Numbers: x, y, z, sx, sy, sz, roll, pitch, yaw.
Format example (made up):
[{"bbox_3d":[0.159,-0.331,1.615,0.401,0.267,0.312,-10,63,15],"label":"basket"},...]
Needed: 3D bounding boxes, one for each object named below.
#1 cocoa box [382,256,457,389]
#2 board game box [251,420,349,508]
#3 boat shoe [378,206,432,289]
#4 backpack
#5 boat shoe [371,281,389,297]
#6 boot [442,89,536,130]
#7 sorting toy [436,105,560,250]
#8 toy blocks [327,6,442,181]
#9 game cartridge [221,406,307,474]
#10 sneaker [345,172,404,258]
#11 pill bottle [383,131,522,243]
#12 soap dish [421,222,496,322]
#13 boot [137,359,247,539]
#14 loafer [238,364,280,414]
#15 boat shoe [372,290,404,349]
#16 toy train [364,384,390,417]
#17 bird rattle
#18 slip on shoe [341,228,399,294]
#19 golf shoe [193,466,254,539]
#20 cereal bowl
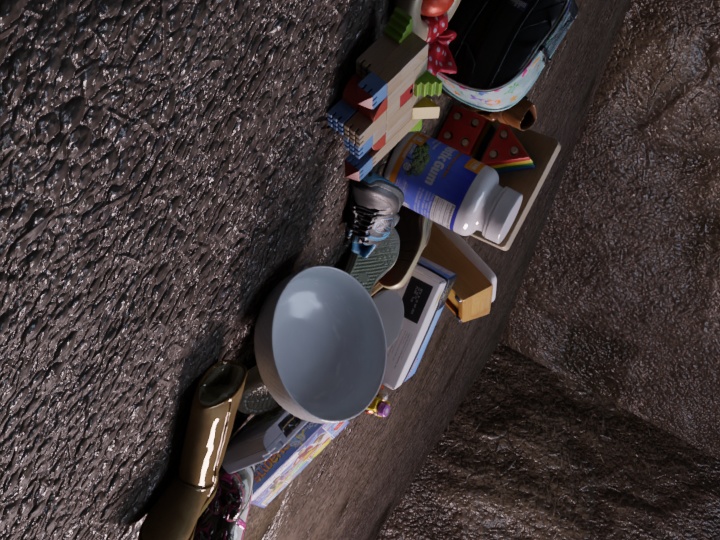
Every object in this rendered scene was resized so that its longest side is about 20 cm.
[{"bbox_3d":[0.059,0.074,1.853,0.202,0.132,0.131,-67,167,13],"label":"cocoa box"},{"bbox_3d":[-0.106,0.290,1.732,0.200,0.034,0.136,-44,163,-6],"label":"board game box"},{"bbox_3d":[0.080,-0.050,1.761,0.065,0.071,0.202,56,44,-51],"label":"boat shoe"},{"bbox_3d":[0.183,-0.323,1.498,0.201,0.176,0.151,-57,160,-8],"label":"backpack"},{"bbox_3d":[-0.014,0.070,1.721,0.201,0.066,0.074,-57,165,-23],"label":"boat shoe"},{"bbox_3d":[0.213,-0.279,1.724,0.078,0.154,0.200,-66,166,14],"label":"boot"},{"bbox_3d":[0.199,-0.167,1.823,0.202,0.197,0.070,-62,150,-4],"label":"sorting toy"},{"bbox_3d":[0.018,-0.199,1.322,0.137,0.100,0.201,-45,161,-20],"label":"toy blocks"},{"bbox_3d":[-0.111,0.206,1.542,0.133,0.041,0.200,-34,-174,46],"label":"game cartridge"},{"bbox_3d":[0.016,-0.077,1.545,0.083,0.073,0.200,-59,165,-14],"label":"sneaker"},{"bbox_3d":[0.141,-0.123,1.655,0.113,0.198,0.113,-56,165,-24],"label":"pill bottle"},{"bbox_3d":[0.156,-0.006,1.970,0.081,0.200,0.158,-40,162,-10],"label":"soap dish"},{"bbox_3d":[-0.206,0.231,1.329,0.176,0.065,0.202,-65,174,-56],"label":"boot"},{"bbox_3d":[-0.107,0.129,1.498,0.199,0.068,0.076,-28,146,-41],"label":"loafer"},{"bbox_3d":[-0.009,0.119,1.663,0.092,0.075,0.202,-11,-136,52],"label":"boat shoe"},{"bbox_3d":[-0.017,0.200,1.833,0.200,0.148,0.056,74,33,-81],"label":"toy train"},{"bbox_3d":[0.090,-0.342,1.363,0.201,0.113,0.163,-53,157,13],"label":"bird rattle"},{"bbox_3d":[0.000,0.000,1.673,0.061,0.074,0.201,-24,-150,50],"label":"slip on shoe"},{"bbox_3d":[-0.194,0.364,1.588,0.092,0.072,0.202,-37,150,-64],"label":"golf shoe"},{"bbox_3d":[-0.062,0.100,1.426,0.083,0.201,0.201,-14,-150,48],"label":"cereal bowl"}]
